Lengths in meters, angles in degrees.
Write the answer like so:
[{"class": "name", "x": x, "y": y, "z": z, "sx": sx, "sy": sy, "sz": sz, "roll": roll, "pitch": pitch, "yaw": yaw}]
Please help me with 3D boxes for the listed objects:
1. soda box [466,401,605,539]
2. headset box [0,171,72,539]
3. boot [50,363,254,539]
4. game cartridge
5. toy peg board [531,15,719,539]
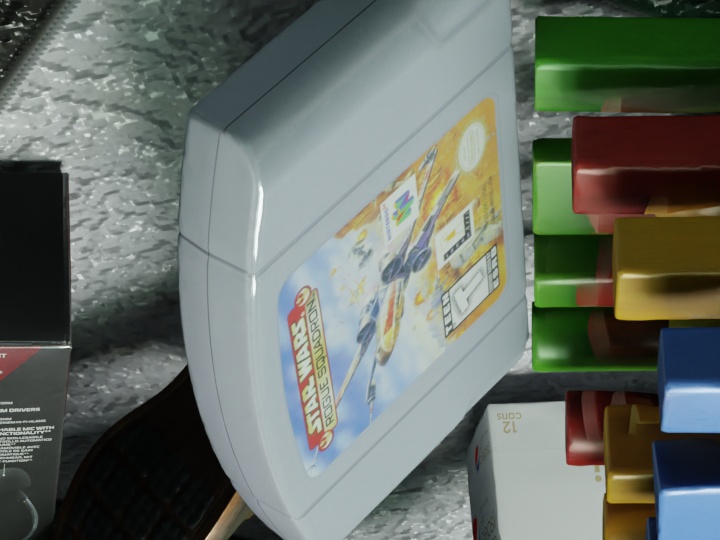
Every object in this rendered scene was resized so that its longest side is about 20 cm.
[{"class": "soda box", "x": 0.146, "y": 0.090, "z": 0.988, "sx": 0.198, "sy": 0.069, "sz": 0.064, "roll": -2, "pitch": 159, "yaw": -7}, {"class": "headset box", "x": -0.179, "y": 0.040, "z": 0.864, "sx": 0.148, "sy": 0.078, "sz": 0.201, "roll": 0, "pitch": 143, "yaw": -10}, {"class": "boot", "x": -0.036, "y": 0.072, "z": 0.885, "sx": 0.097, "sy": 0.075, "sz": 0.201, "roll": 23, "pitch": 103, "yaw": -47}, {"class": "game cartridge", "x": 0.000, "y": 0.000, "z": 0.788, "sx": 0.041, "sy": 0.133, "sz": 0.201, "roll": 26, "pitch": 146, "yaw": 27}, {"class": "toy peg board", "x": 0.103, "y": 0.029, "z": 0.779, "sx": 0.097, "sy": 0.200, "sz": 0.201, "roll": 0, "pitch": 138, "yaw": 4}]
